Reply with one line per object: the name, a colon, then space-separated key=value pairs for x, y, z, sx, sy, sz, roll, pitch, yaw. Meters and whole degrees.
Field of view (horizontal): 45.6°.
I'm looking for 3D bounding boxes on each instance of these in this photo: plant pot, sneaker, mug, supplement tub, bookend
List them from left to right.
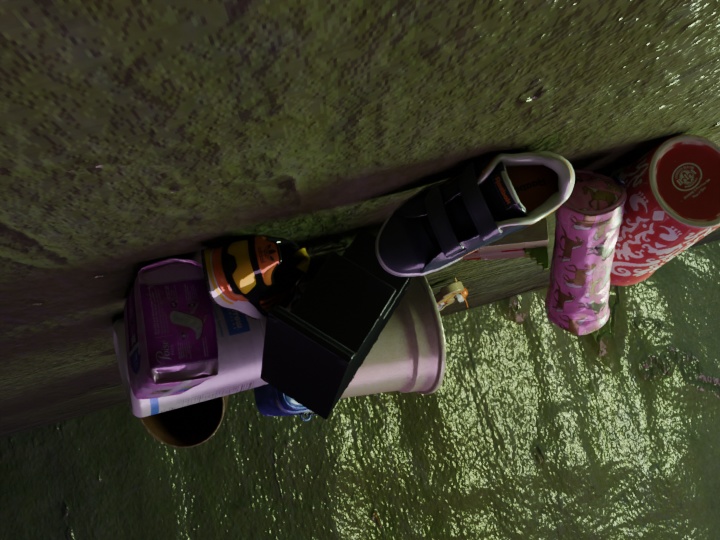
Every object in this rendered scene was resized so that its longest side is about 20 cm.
plant pot: x=-0.358 y=0.257 z=1.845 sx=0.186 sy=0.188 sz=0.200 roll=-17 pitch=-173 yaw=9
supplement tub: x=-0.214 y=0.106 z=1.127 sx=0.199 sy=0.133 sz=0.132 roll=-14 pitch=172 yaw=-20
sneaker: x=-0.086 y=0.005 z=0.884 sx=0.090 sy=0.070 sz=0.200 roll=-15 pitch=171 yaw=13
bookend: x=-0.014 y=0.030 z=0.914 sx=0.199 sy=0.092 sz=0.200 roll=-56 pitch=174 yaw=-25
plant pot: x=-0.014 y=0.090 z=1.141 sx=0.183 sy=0.202 sz=0.200 roll=-13 pitch=172 yaw=-20
sneaker: x=0.104 y=-0.058 z=0.795 sx=0.199 sy=0.079 sz=0.079 roll=-27 pitch=177 yaw=1
mug: x=0.347 y=-0.090 z=1.009 sx=0.133 sy=0.178 sz=0.200 roll=22 pitch=164 yaw=-2

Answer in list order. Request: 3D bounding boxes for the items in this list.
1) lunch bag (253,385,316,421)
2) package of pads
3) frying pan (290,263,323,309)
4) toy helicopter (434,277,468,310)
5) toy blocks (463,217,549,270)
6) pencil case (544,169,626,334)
lunch bag: x=-0.119 y=0.181 z=1.595 sx=0.135 sy=0.201 sz=0.132 roll=-4 pitch=164 yaw=-34
package of pads: x=-0.204 y=0.067 z=0.904 sx=0.075 sy=0.121 sz=0.200 roll=-7 pitch=170 yaw=-21
frying pan: x=-0.004 y=0.009 z=1.060 sx=0.189 sy=0.031 sz=0.115 roll=-16 pitch=-153 yaw=20
toy helicopter: x=0.175 y=0.057 z=1.768 sx=0.132 sy=0.079 sz=0.200 roll=-14 pitch=168 yaw=-15
toy blocks: x=0.140 y=-0.044 z=0.973 sx=0.136 sy=0.101 sz=0.200 roll=-5 pitch=174 yaw=10
pencil case: x=0.254 y=-0.019 z=0.982 sx=0.086 sy=0.083 sz=0.201 roll=-32 pitch=136 yaw=-26
